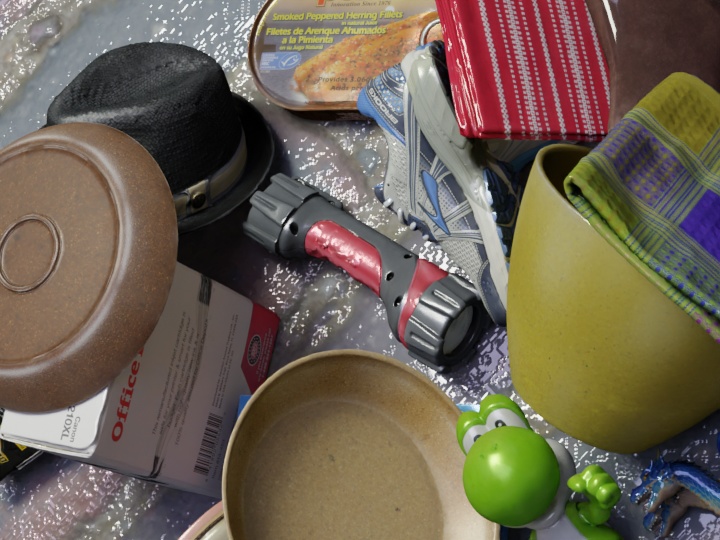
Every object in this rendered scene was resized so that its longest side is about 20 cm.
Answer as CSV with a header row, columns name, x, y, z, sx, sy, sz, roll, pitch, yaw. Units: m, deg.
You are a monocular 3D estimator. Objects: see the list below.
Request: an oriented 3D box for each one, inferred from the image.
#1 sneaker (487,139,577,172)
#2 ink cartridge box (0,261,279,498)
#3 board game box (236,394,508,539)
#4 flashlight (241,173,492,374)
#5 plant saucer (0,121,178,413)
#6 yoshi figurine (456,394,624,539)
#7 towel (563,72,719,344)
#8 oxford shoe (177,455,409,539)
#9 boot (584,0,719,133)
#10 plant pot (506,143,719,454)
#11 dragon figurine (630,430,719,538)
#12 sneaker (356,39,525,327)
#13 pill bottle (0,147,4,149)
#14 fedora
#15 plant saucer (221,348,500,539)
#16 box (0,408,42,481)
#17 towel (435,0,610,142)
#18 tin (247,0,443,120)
name,x,y,z,sx,sy,sz,roll,pitch,yaw
sneaker,0.103,-0.113,1.304,0.200,0.087,0.075,-41,60,9
ink cartridge box,-0.150,0.072,1.309,0.084,0.200,0.146,8,79,27
board game box,0.001,0.190,1.285,0.199,0.056,0.197,0,76,26
flashlight,0.000,0.000,1.334,0.199,0.068,0.068,30,100,29
plant saucer,-0.213,-0.007,1.232,0.199,0.034,0.202,-9,71,27
yoshi figurine,0.125,0.171,1.168,0.112,0.112,0.200,-35,85,-26
towel,0.209,-0.044,1.115,0.144,0.200,0.023,43,129,7
oxford shoe,-0.057,0.180,1.207,0.199,0.071,0.074,-34,66,-18
boot,0.178,-0.163,1.222,0.072,0.199,0.167,-41,31,54
plant pot,0.171,0.030,1.189,0.200,0.199,0.143,39,115,29
dragon figurine,0.263,0.114,1.177,0.200,0.059,0.100,-43,63,11
sneaker,0.060,-0.052,1.261,0.085,0.077,0.201,-18,98,27
pill bottle,-0.330,-0.045,1.480,0.199,0.112,0.113,5,78,28
fedora,-0.164,-0.108,1.375,0.199,0.092,0.201,-1,41,1
plant saucer,-0.004,0.151,1.184,0.035,0.199,0.202,-32,57,56
box,-0.279,0.045,1.393,0.159,0.200,0.049,-35,21,15
towel,0.142,-0.149,1.254,0.022,0.199,0.146,-40,55,55
tin,0.010,-0.169,1.393,0.199,0.042,0.113,3,81,26
